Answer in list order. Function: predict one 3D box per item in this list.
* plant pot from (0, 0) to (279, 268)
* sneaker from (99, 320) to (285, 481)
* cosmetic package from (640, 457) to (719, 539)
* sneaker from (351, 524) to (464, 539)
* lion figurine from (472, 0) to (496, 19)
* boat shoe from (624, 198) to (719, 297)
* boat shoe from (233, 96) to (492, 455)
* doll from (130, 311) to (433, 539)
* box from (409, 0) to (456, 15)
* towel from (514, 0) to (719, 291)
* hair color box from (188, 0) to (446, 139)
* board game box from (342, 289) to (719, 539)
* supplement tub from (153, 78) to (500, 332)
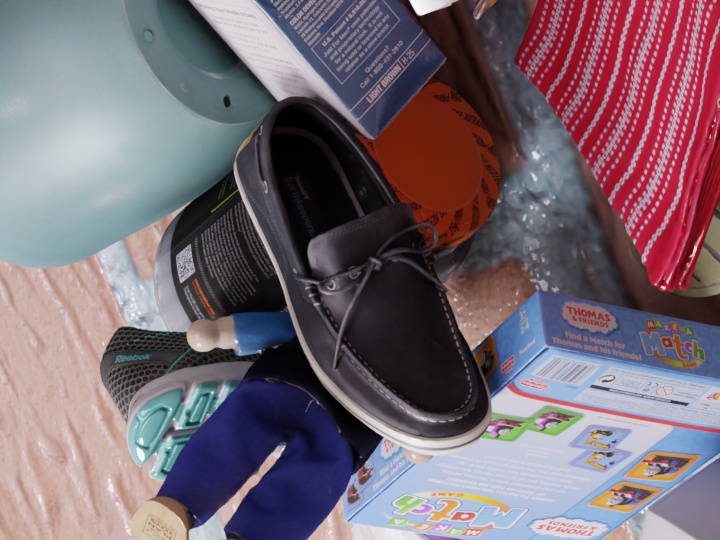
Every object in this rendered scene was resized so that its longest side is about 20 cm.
[{"bbox_3d":[-0.134,-0.116,1.208,0.161,0.201,0.201,-16,98,40],"label":"plant pot"},{"bbox_3d":[-0.051,0.058,1.196,0.091,0.200,0.078,45,118,42],"label":"sneaker"},{"bbox_3d":[0.231,0.191,1.120,0.200,0.081,0.113,29,130,31],"label":"cosmetic package"},{"bbox_3d":[0.046,0.181,1.326,0.100,0.075,0.200,-5,102,61],"label":"sneaker"},{"bbox_3d":[0.100,-0.215,1.008,0.072,0.122,0.200,34,127,58],"label":"lion figurine"},{"bbox_3d":[0.190,-0.056,1.049,0.075,0.068,0.200,48,147,10],"label":"boat shoe"},{"bbox_3d":[0.000,0.000,1.082,0.200,0.075,0.062,60,156,23],"label":"boat shoe"},{"bbox_3d":[-0.030,0.066,1.099,0.136,0.200,0.048,30,141,14],"label":"doll"},{"bbox_3d":[0.000,-0.211,1.025,0.039,0.041,0.200,-19,118,24],"label":"box"},{"bbox_3d":[0.127,-0.103,1.054,0.200,0.022,0.145,-115,31,-47],"label":"towel"},{"bbox_3d":[-0.056,-0.158,1.100,0.200,0.061,0.100,47,168,-28],"label":"hair color box"},{"bbox_3d":[0.102,0.084,1.152,0.200,0.151,0.037,-47,41,46],"label":"board game box"},{"bbox_3d":[-0.018,-0.022,1.236,0.200,0.122,0.123,-36,83,49],"label":"supplement tub"}]
